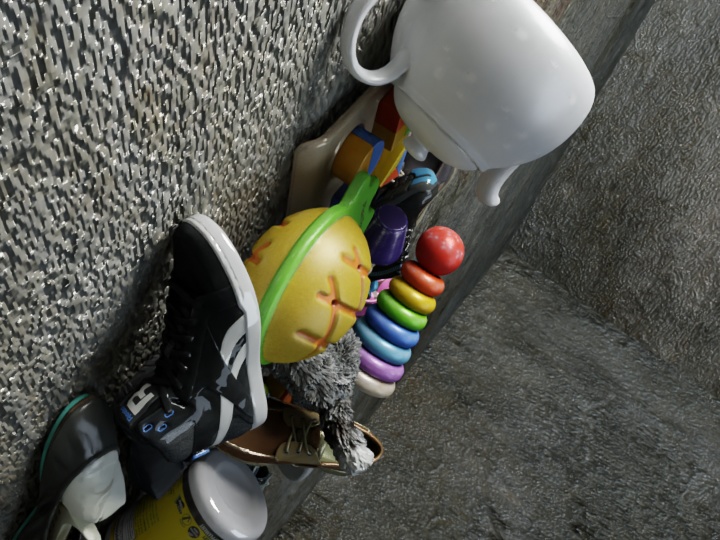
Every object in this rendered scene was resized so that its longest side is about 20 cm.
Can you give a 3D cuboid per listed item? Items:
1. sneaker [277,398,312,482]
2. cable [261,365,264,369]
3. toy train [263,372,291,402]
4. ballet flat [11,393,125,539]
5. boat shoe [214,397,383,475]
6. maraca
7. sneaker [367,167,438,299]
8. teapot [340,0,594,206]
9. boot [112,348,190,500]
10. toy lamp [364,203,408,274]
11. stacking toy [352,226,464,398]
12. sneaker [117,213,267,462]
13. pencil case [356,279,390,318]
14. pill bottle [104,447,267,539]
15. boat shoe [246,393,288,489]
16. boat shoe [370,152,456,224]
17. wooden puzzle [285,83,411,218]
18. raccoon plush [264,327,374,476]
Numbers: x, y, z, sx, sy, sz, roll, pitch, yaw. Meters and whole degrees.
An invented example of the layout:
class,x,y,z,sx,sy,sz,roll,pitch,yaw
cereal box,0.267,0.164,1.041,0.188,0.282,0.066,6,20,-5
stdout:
class,x,y,z,sx,sy,sz,roll,pitch,yaw
sneaker,-0.038,0.173,0.923,0.118,0.073,0.202,-8,121,-51
cable,-0.076,0.030,0.876,0.200,0.050,0.098,-58,159,-53
toy train,-0.124,0.171,0.943,0.201,0.084,0.116,-55,158,-2
ballet flat,-0.233,0.190,0.600,0.068,0.068,0.201,-31,154,-58
boat shoe,-0.062,0.182,0.800,0.074,0.199,0.076,-23,-122,54
maraca,-0.037,-0.003,0.635,0.200,0.106,0.138,-54,169,-32
sneaker,0.035,-0.042,0.841,0.200,0.082,0.073,-43,-175,44
teapot,0.090,-0.158,0.625,0.146,0.200,0.197,-44,-179,9
boot,-0.162,0.131,0.709,0.164,0.066,0.201,-38,159,-29
toy lamp,0.000,0.000,0.794,0.058,0.058,0.200,-44,170,-38
stacking toy,0.051,0.041,0.813,0.201,0.085,0.085,-56,168,11
sneaker,-0.134,0.067,0.542,0.111,0.073,0.202,-29,128,-33
pencil case,0.011,0.037,1.062,0.093,0.091,0.200,-15,162,-7
pill bottle,-0.210,0.299,0.811,0.200,0.113,0.112,-38,171,14
boat shoe,-0.137,0.240,0.889,0.075,0.061,0.202,-92,-159,-75
boat shoe,0.063,-0.105,0.896,0.073,0.074,0.201,-43,162,-42
wooden puzzle,0.006,-0.110,0.729,0.200,0.046,0.186,-46,166,-31
raccoon plush,-0.054,0.098,0.723,0.097,0.200,0.134,-45,145,10
